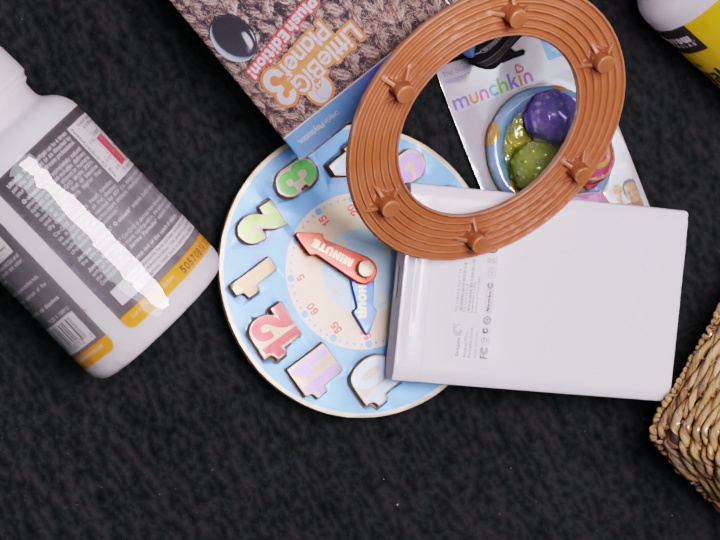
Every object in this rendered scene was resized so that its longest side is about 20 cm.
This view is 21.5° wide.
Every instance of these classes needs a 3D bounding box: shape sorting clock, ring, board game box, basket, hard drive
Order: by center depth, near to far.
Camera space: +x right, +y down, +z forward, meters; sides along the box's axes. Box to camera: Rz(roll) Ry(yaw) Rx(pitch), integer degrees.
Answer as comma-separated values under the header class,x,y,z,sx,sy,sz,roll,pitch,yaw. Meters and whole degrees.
class,x,y,z,sx,sy,sz,roll,pitch,yaw
ring,0.084,-0.087,1.199,0.199,0.019,0.201,-16,129,-20
board game box,-0.032,-0.205,1.224,0.200,0.159,0.097,50,33,-7
hard drive,0.121,0.015,1.293,0.199,0.027,0.133,5,92,-14
shape sorting clock,0.000,0.000,1.295,0.199,0.039,0.201,1,88,-15
basket,0.322,0.083,1.297,0.143,0.149,0.201,45,68,-31

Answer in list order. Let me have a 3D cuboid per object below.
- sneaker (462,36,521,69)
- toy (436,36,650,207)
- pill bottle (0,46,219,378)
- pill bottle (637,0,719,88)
class,x,y,z,sx,sy,sz,roll,pitch,yaw
sneaker,0.120,-0.221,1.326,0.071,0.083,0.200,23,63,29
toy,0.144,-0.069,1.331,0.115,0.047,0.201,-21,93,-16
pill bottle,-0.193,-0.038,1.206,0.116,0.116,0.200,-44,99,-12
pill bottle,0.263,-0.190,1.321,0.200,0.111,0.112,38,79,-19
